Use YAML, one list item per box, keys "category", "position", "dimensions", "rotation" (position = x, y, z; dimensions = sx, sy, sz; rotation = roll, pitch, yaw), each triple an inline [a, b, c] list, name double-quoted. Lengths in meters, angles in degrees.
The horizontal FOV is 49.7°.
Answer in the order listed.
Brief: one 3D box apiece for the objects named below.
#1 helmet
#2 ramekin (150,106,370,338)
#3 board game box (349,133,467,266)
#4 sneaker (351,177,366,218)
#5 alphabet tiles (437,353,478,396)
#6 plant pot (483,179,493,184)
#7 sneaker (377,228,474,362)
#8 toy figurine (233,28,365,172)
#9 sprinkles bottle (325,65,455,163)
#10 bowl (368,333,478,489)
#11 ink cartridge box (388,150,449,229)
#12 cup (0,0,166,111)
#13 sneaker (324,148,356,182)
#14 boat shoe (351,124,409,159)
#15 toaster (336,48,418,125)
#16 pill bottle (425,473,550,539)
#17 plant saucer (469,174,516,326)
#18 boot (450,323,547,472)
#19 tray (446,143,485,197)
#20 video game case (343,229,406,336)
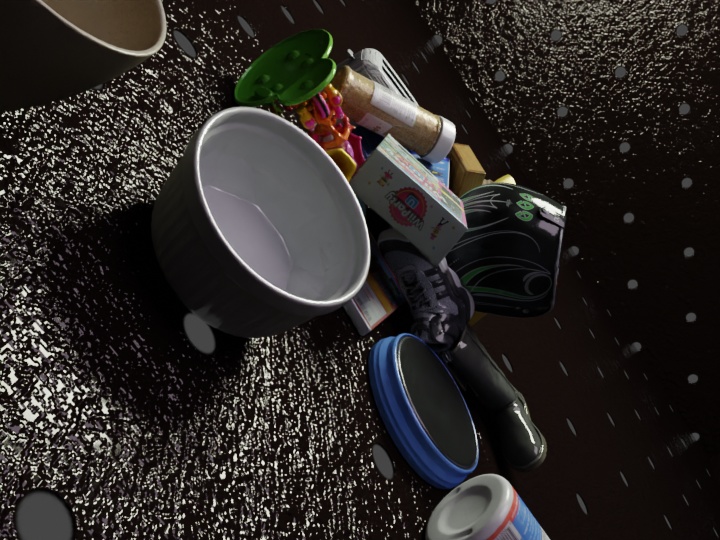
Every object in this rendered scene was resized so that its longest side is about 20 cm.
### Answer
- category: "helmet"
  position: [0.203, -0.032, 1.156]
  dimensions: [0.200, 0.187, 0.204]
  rotation: [8, 90, -75]
- category: "ramekin"
  position: [-0.095, -0.036, 0.711]
  dimensions: [0.199, 0.104, 0.203]
  rotation: [29, 44, -32]
- category: "board game box"
  position: [0.065, -0.097, 1.004]
  dimensions: [0.147, 0.064, 0.200]
  rotation: [40, 16, -5]
- category: "sneaker"
  position: [-0.075, -0.094, 0.960]
  dimensions: [0.199, 0.078, 0.091]
  rotation: [35, 48, -31]
- category: "alphabet tiles"
  position: [0.134, 0.097, 1.235]
  dimensions: [0.201, 0.006, 0.167]
  rotation: [54, 22, -14]
- category: "plant pot"
  position: [0.288, -0.143, 1.800]
  dimensions: [0.201, 0.092, 0.202]
  rotation: [46, 25, -28]
- category: "sneaker"
  position: [0.084, 0.039, 1.060]
  dimensions: [0.200, 0.075, 0.115]
  rotation: [46, 48, -31]
- category: "toy figurine"
  position: [-0.050, -0.192, 1.031]
  dimensions: [0.185, 0.150, 0.200]
  rotation: [55, -8, -35]
- category: "sprinkles bottle"
  position: [0.045, -0.228, 1.149]
  dimensions: [0.197, 0.068, 0.069]
  rotation: [23, 35, -24]
- category: "bowl"
  position: [0.084, 0.170, 0.974]
  dimensions: [0.201, 0.039, 0.202]
  rotation: [48, 23, -27]
- category: "ink cartridge box"
  position: [0.090, -0.101, 1.218]
  dimensions: [0.075, 0.139, 0.201]
  rotation: [14, 26, 3]
- category: "cup"
  position: [-0.260, -0.197, 0.556]
  dimensions: [0.200, 0.142, 0.202]
  rotation: [46, 24, -27]
- category: "sneaker"
  position: [-0.068, -0.066, 0.849]
  dimensions: [0.073, 0.077, 0.202]
  rotation: [42, 51, -23]
- category: "boat shoe"
  position: [0.029, -0.206, 1.218]
  dimensions: [0.198, 0.072, 0.073]
  rotation: [-21, 88, -35]
- category: "toaster"
  position: [0.016, -0.270, 1.305]
  dimensions: [0.201, 0.128, 0.114]
  rotation: [49, 23, -22]
- category: "pill bottle"
  position: [0.166, 0.331, 0.837]
  dimensions: [0.201, 0.111, 0.112]
  rotation: [55, 21, -11]
- category: "plant saucer"
  position: [0.205, -0.039, 1.331]
  dimensions: [0.048, 0.200, 0.202]
  rotation: [18, 42, -41]
- category: "boot"
  position: [0.193, 0.178, 1.155]
  dimensions: [0.201, 0.072, 0.183]
  rotation: [57, 8, -27]
- category: "tray"
  position: [0.147, -0.094, 1.278]
  dimensions: [0.036, 0.203, 0.099]
  rotation: [6, 32, -15]
- category: "video game case"
  position: [0.000, 0.000, 1.050]
  dimensions: [0.144, 0.017, 0.200]
  rotation: [59, 21, 1]
